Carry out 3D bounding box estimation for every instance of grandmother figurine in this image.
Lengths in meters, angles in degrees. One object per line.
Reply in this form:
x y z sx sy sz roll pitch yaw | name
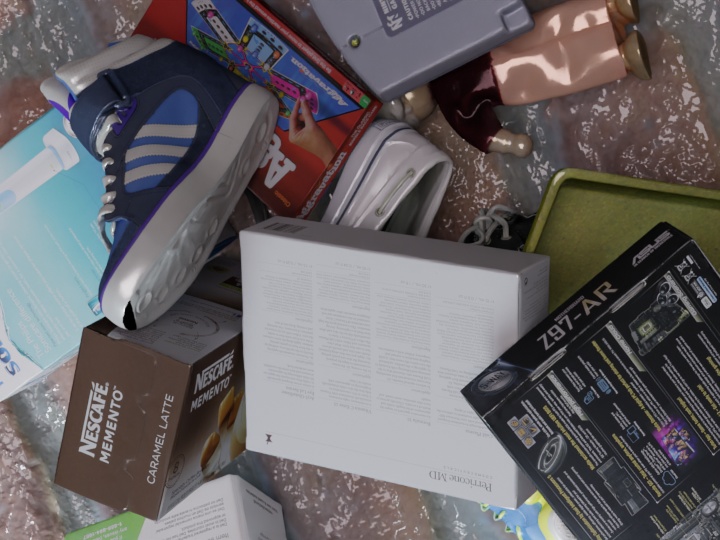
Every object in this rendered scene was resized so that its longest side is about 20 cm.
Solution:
0.093 -0.133 1.173 0.198 0.061 0.122 -12 70 18 | grandmother figurine

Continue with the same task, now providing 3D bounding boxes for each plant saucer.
0.171 0.022 1.129 0.198 0.048 0.201 7 119 -24 | plant saucer

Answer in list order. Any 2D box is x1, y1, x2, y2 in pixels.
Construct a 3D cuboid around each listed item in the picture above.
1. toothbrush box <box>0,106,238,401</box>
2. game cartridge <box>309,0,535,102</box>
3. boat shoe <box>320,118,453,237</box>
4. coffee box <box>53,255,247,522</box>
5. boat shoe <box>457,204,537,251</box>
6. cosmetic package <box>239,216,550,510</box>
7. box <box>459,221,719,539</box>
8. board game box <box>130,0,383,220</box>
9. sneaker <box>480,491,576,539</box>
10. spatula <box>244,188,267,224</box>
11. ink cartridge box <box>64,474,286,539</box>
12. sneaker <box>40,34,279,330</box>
-0.213 -0.023 1.243 0.199 0.085 0.147 -36 89 15 | toothbrush box
0.021 -0.221 1.159 0.132 0.041 0.201 -24 76 10 | game cartridge
0.000 0.000 1.159 0.067 0.073 0.201 30 107 39 | boat shoe
-0.116 0.074 1.168 0.079 0.200 0.115 19 108 15 | coffee box
0.093 -0.007 1.181 0.199 0.074 0.068 -35 104 25 | boat shoe
0.019 0.055 1.091 0.199 0.052 0.152 10 108 29 | cosmetic package
0.180 0.098 1.031 0.160 0.044 0.200 -40 112 0 | box
-0.081 -0.130 1.191 0.200 0.019 0.103 43 108 28 | board game box
0.104 0.144 1.210 0.104 0.076 0.202 -17 87 27 | sneaker
-0.081 -0.055 1.239 0.056 0.021 0.201 -32 87 37 | spatula
-0.119 0.267 1.219 0.145 0.084 0.201 -20 60 15 | ink cartridge box
-0.157 -0.067 1.123 0.146 0.081 0.201 24 62 13 | sneaker
